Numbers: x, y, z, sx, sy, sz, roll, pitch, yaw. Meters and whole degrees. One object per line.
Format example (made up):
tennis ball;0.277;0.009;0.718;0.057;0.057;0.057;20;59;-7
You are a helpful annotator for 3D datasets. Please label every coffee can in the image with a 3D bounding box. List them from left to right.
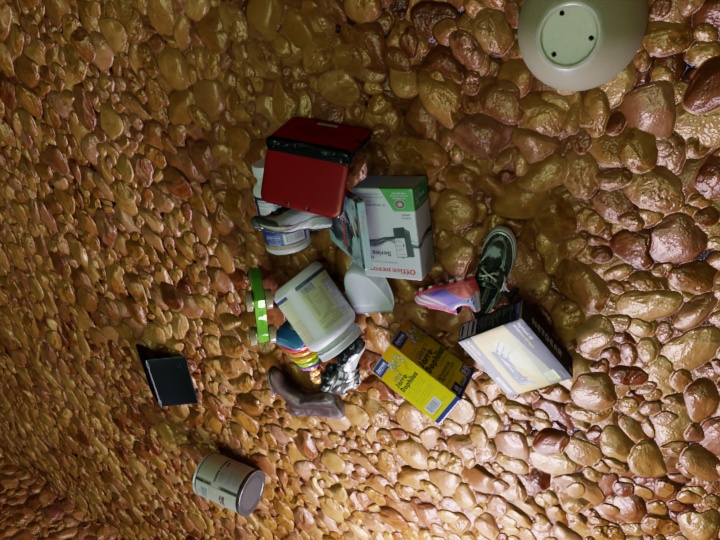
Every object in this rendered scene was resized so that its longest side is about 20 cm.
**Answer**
coffee can;-0.438;0.708;1.920;0.195;0.146;0.150;13;122;24

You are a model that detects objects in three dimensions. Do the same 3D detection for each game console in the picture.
game console;-0.092;-0.219;1.193;0.195;0.173;0.121;15;132;21

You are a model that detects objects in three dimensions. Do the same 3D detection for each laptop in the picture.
laptop;-0.650;0.346;1.932;0.199;0.114;0.192;29;133;50

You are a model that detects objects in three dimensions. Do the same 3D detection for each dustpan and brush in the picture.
dustpan and brush;0.000;0.000;1.334;0.138;0.057;0.203;-7;119;47

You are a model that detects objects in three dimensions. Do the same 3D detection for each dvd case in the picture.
dvd case;-0.031;-0.105;1.232;0.200;0.022;0.150;41;143;56

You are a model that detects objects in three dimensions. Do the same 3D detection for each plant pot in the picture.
plant pot;0.327;-0.367;0.878;0.196;0.135;0.205;14;123;22

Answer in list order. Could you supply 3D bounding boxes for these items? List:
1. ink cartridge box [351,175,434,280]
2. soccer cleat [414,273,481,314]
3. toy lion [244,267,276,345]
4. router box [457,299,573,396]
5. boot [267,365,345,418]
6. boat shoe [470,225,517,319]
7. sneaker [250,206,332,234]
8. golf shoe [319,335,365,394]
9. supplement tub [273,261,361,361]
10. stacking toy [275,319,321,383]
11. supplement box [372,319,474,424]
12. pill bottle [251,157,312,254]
ink cartridge box;0.072;-0.090;1.215;0.143;0.083;0.205;4;118;29
soccer cleat;0.179;0.062;1.212;0.199;0.065;0.078;-24;81;58
toy lion;-0.257;0.072;1.443;0.067;0.194;0.203;-7;136;-12
router box;0.322;0.167;1.195;0.156;0.053;0.200;-28;118;38
boot;-0.146;0.336;1.593;0.196;0.065;0.189;-5;126;36
boat shoe;0.267;0.010;1.168;0.069;0.064;0.204;19;124;20
sneaker;-0.148;-0.121;1.231;0.073;0.197;0.082;13;110;49
golf shoe;-0.026;0.246;1.479;0.093;0.079;0.201;26;127;-16
supplement tub;-0.100;0.099;1.376;0.144;0.145;0.202;-33;94;38
stacking toy;-0.139;0.222;1.513;0.114;0.110;0.203;11;133;40
supplement box;0.145;0.234;1.335;0.198;0.109;0.111;36;129;7
pill bottle;-0.180;-0.150;1.310;0.113;0.116;0.205;5;118;28
